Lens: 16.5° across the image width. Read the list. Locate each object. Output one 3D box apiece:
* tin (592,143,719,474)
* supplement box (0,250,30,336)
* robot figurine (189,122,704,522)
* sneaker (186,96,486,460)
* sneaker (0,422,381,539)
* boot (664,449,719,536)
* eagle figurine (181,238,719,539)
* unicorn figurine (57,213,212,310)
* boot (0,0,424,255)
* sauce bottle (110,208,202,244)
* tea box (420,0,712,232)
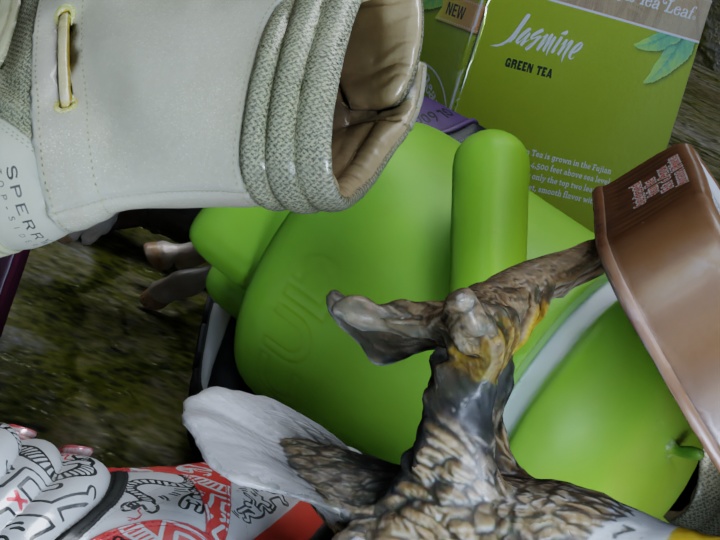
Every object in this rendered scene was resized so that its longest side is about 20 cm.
[{"bbox_3d":[0.112,0.022,0.731,0.112,0.042,0.200,61,9,-8],"label":"tin"},{"bbox_3d":[-0.219,-0.049,0.949,0.199,0.111,0.086,20,13,-5],"label":"supplement box"},{"bbox_3d":[0.037,0.026,0.872,0.200,0.116,0.176,35,-19,19],"label":"robot figurine"},{"bbox_3d":[0.000,0.000,0.980,0.087,0.076,0.201,20,52,10],"label":"sneaker"},{"bbox_3d":[-0.064,0.077,0.768,0.107,0.068,0.201,25,16,11],"label":"sneaker"},{"bbox_3d":[0.158,0.067,0.989,0.154,0.072,0.200,13,14,-18],"label":"boot"},{"bbox_3d":[0.047,0.100,0.689,0.151,0.201,0.151,-11,5,-25],"label":"eagle figurine"},{"bbox_3d":[-0.068,-0.047,1.074,0.200,0.137,0.074,22,44,-58],"label":"unicorn figurine"},{"bbox_3d":[-0.050,-0.088,0.849,0.154,0.072,0.201,-6,43,22],"label":"boot"},{"bbox_3d":[-0.145,-0.058,1.211,0.199,0.065,0.065,25,14,12],"label":"sauce bottle"},{"bbox_3d":[0.038,-0.073,1.209,0.133,0.198,0.200,11,9,-35],"label":"tea box"}]
